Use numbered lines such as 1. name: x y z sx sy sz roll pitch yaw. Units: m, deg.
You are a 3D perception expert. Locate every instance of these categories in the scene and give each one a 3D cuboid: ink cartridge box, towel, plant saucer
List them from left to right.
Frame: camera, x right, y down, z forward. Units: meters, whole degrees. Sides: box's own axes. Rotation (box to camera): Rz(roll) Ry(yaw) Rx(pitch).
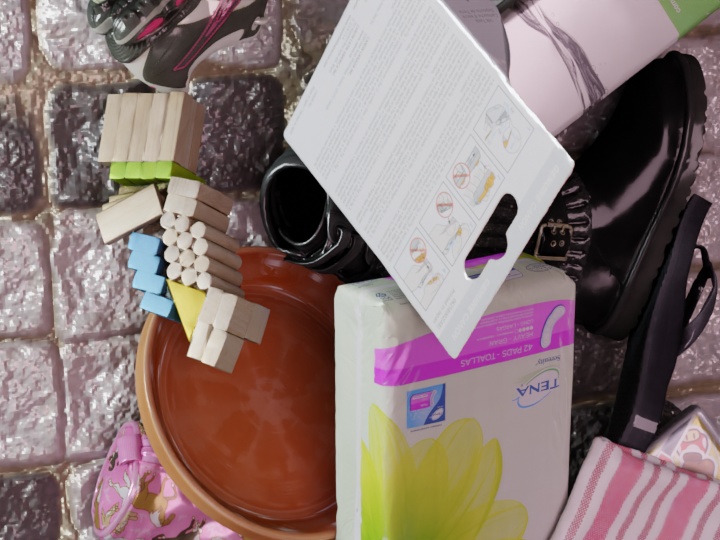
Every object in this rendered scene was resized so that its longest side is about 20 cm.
1. plant saucer: -0.056 0.082 1.510 0.199 0.032 0.201 13 62 -26
2. ink cartridge box: 0.048 -0.075 1.377 0.057 0.200 0.163 -13 143 -43
3. ink cartridge box: 0.116 -0.154 1.501 0.200 0.145 0.084 -37 107 -7
4. towel: 0.208 0.205 1.521 0.199 0.030 0.147 22 89 -22

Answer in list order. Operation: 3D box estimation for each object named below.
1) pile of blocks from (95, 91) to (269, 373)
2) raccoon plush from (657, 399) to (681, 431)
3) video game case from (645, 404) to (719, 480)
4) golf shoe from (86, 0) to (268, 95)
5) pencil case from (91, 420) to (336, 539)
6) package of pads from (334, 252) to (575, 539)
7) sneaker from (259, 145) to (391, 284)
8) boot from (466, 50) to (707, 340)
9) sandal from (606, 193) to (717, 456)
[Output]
1. pile of blocks: -0.113 -0.020 1.481 0.082 0.062 0.201 -23 68 19
2. raccoon plush: 0.155 0.163 1.609 0.199 0.097 0.135 -15 97 -13
3. video game case: 0.213 0.224 1.566 0.182 0.023 0.200 -38 99 -6
4. golf shoe: -0.082 -0.201 1.483 0.200 0.077 0.088 -43 131 -5
5. pencil case: -0.080 0.165 1.538 0.199 0.083 0.087 19 96 -18
6. package of pads: 0.061 0.095 1.470 0.154 0.068 0.201 -11 112 -33
7. sneaker: 0.000 0.000 1.497 0.071 0.099 0.201 -31 91 30
8. boot: 0.135 -0.061 1.561 0.157 0.079 0.212 15 96 -19
9. sandal: 0.209 0.043 1.576 0.043 0.076 0.201 20 64 -5
